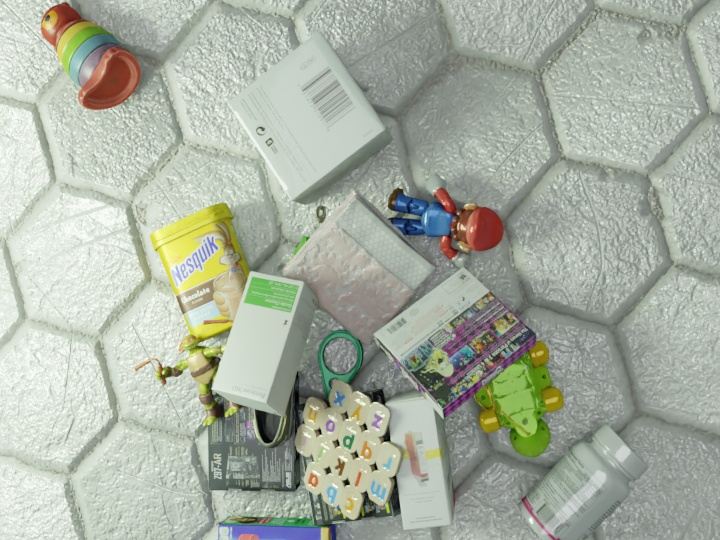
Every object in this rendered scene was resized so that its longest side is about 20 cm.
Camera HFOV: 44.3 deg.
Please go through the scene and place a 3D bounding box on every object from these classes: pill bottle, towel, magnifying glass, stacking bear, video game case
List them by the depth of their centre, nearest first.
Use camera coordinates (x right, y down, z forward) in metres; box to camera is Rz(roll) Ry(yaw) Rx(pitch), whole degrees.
[{"bbox_3d":[0.149,0.110,1.413,0.198,0.036,0.181,-35,55,-16],"label":"video game case"},{"bbox_3d":[0.361,0.352,1.430,0.113,0.113,0.200,45,95,6],"label":"pill bottle"},{"bbox_3d":[0.000,0.000,1.476,0.199,0.032,0.191,40,104,-15],"label":"towel"},{"bbox_3d":[-0.046,0.204,1.534,0.078,0.022,0.205,12,90,8],"label":"magnifying glass"},{"bbox_3d":[-0.486,-0.389,1.552,0.200,0.113,0.122,45,103,16],"label":"stacking bear"}]

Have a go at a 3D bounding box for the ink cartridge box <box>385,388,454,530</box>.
[{"bbox_3d":[0.101,0.301,1.450,0.081,0.145,0.205,-8,88,9],"label":"ink cartridge box"}]

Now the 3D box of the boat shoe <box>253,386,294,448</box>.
[{"bbox_3d":[-0.146,0.193,1.481,0.070,0.060,0.207,-2,86,8],"label":"boat shoe"}]

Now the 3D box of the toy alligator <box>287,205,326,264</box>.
[{"bbox_3d":[-0.100,-0.015,1.527,0.054,0.059,0.205,13,92,48],"label":"toy alligator"}]

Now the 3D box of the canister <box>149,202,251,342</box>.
[{"bbox_3d":[-0.260,0.006,1.530,0.146,0.087,0.204,-23,88,8],"label":"canister"}]

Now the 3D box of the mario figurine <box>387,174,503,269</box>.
[{"bbox_3d":[0.146,-0.080,1.493,0.196,0.125,0.107,13,50,15],"label":"mario figurine"}]

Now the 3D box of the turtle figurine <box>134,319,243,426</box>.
[{"bbox_3d":[-0.270,0.175,1.492,0.197,0.064,0.164,-24,96,9],"label":"turtle figurine"}]

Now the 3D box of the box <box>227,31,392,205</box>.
[{"bbox_3d":[-0.081,-0.249,1.484,0.198,0.131,0.201,-35,85,7],"label":"box"}]

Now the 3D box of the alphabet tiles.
[{"bbox_3d":[-0.021,0.288,1.429,0.198,0.014,0.200,25,105,31],"label":"alphabet tiles"}]

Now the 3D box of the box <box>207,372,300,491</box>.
[{"bbox_3d":[-0.185,0.278,1.539,0.156,0.044,0.205,-2,89,8],"label":"box"}]

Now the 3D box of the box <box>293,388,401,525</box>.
[{"bbox_3d":[-0.020,0.311,1.472,0.157,0.044,0.205,-15,82,27],"label":"box"}]

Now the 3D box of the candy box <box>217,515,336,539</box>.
[{"bbox_3d":[-0.141,0.514,1.515,0.195,0.077,0.174,-1,89,6],"label":"candy box"}]

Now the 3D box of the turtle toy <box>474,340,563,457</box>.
[{"bbox_3d":[0.256,0.209,1.450,0.143,0.101,0.204,-18,88,8],"label":"turtle toy"}]

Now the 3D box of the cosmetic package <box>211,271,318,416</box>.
[{"bbox_3d":[-0.150,0.117,1.425,0.105,0.085,0.204,9,70,20],"label":"cosmetic package"}]
